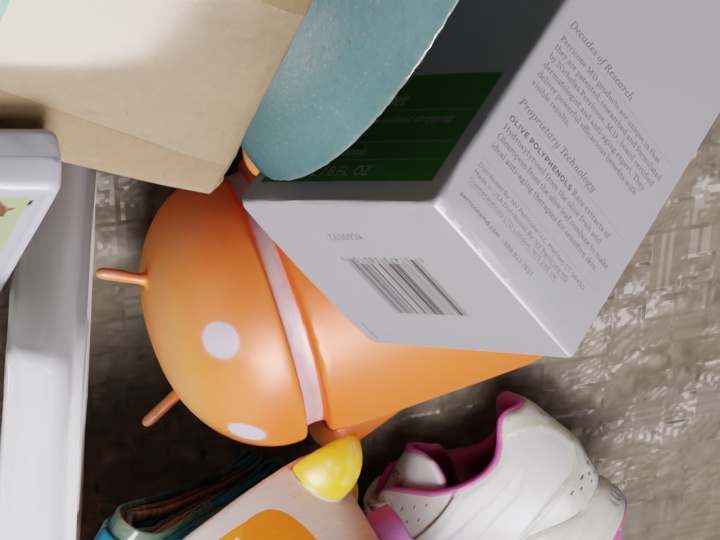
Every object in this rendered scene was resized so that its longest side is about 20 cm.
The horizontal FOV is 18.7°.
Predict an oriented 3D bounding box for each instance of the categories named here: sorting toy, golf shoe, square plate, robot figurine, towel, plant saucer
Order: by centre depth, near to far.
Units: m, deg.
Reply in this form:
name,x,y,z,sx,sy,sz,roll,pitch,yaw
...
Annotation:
name,x,y,z,sx,sy,sz,roll,pitch,yaw
plant saucer,-0.005,-0.129,0.723,0.036,0.200,0.200,22,114,-22
square plate,-0.115,0.054,0.807,0.028,0.198,0.200,2,123,-7
robot figurine,0.000,0.002,0.866,0.200,0.117,0.144,-18,171,-8
sorting toy,0.009,0.172,0.892,0.107,0.180,0.200,-39,171,-9
towel,-0.121,0.163,0.940,0.200,0.022,0.147,-52,167,19
golf shoe,0.019,0.128,1.002,0.200,0.075,0.092,-32,106,5

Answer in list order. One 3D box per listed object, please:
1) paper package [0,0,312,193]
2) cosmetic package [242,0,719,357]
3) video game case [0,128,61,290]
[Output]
name,x,y,z,sx,sy,sz,roll,pitch,yaw
paper package,-0.128,-0.126,0.680,0.200,0.191,0.104,14,117,-26
cosmetic package,0.064,-0.072,0.763,0.085,0.108,0.200,47,62,-30
video game case,-0.202,-0.002,0.681,0.182,0.022,0.200,0,162,-20
